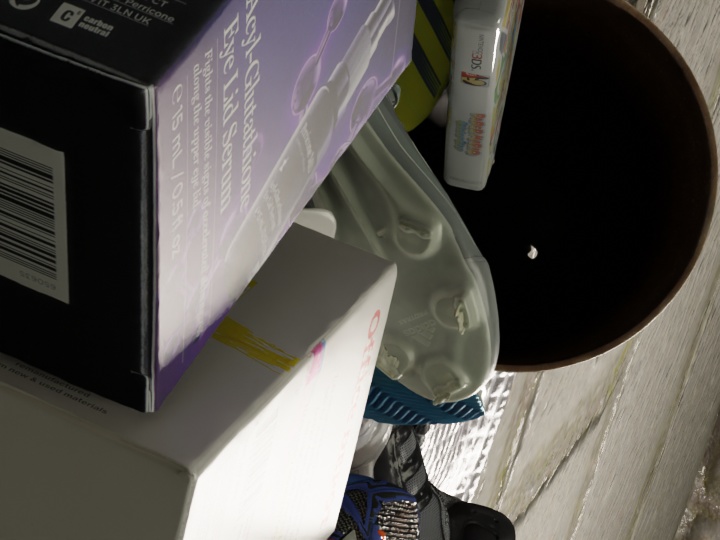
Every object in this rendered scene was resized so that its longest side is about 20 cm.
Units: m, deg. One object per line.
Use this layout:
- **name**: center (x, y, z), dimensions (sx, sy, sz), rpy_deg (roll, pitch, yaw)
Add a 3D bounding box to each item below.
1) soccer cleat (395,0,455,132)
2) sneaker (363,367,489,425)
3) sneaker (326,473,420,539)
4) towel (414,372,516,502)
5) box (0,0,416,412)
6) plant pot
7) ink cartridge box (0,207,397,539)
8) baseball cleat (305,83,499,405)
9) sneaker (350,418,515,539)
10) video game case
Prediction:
- **soccer cleat**: center (0.017, -0.151, 1.083), dimensions (0.084, 0.064, 0.201), rpy_deg (-33, 140, -60)
- **sneaker**: center (0.000, 0.000, 1.084), dimensions (0.200, 0.076, 0.081), rpy_deg (48, 44, -42)
- **sneaker**: center (-0.010, 0.142, 0.995), dimensions (0.200, 0.078, 0.076), rpy_deg (-48, 139, -61)
- **towel**: center (0.014, 0.107, 1.393), dimensions (0.165, 0.085, 0.201), rpy_deg (-20, 131, -69)
- **box**: center (-0.063, -0.082, 0.816), dimensions (0.200, 0.104, 0.148), rpy_deg (-55, 160, -38)
- **plant pot**: center (0.070, -0.038, 1.254), dimensions (0.200, 0.186, 0.188), rpy_deg (106, 7, -85)
- **ink cartridge box**: center (-0.081, 0.056, 0.909), dimensions (0.200, 0.125, 0.129), rpy_deg (-44, 152, -58)
- **baseball cleat**: center (0.007, -0.048, 1.002), dimensions (0.201, 0.069, 0.107), rpy_deg (61, 30, -16)
- **sneaker**: center (0.016, 0.104, 1.266), dimensions (0.113, 0.075, 0.201), rpy_deg (4, 81, -44)
- **video game case**: center (0.066, -0.158, 1.072), dimensions (0.182, 0.023, 0.201), rpy_deg (88, 14, -71)
